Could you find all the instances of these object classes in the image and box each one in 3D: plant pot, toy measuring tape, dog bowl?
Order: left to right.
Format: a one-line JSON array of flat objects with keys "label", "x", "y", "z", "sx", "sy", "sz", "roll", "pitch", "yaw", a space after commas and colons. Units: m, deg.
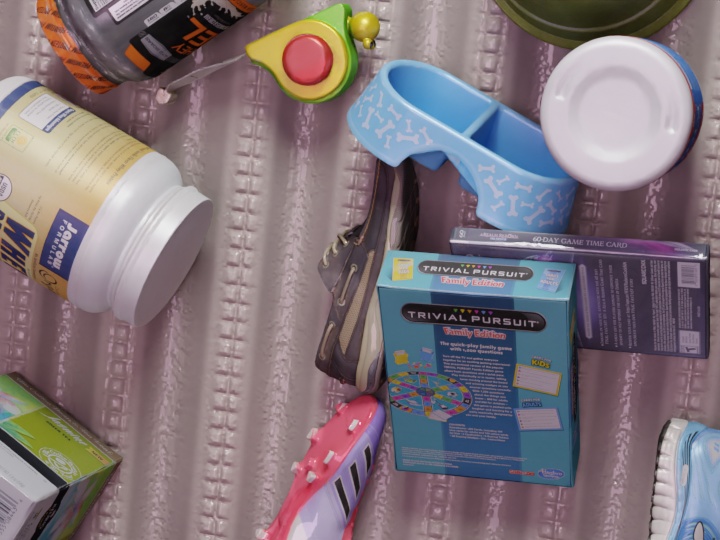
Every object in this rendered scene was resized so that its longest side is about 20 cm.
[{"label": "toy measuring tape", "x": -0.071, "y": -0.157, "z": 1.627, "sx": 0.199, "sy": 0.074, "sz": 0.074, "roll": -23, "pitch": 90, "yaw": 15}, {"label": "dog bowl", "x": 0.087, "y": -0.100, "z": 1.566, "sx": 0.199, "sy": 0.111, "sz": 0.050, "roll": 32, "pitch": 121, "yaw": 8}, {"label": "plant pot", "x": 0.165, "y": -0.266, "z": 1.496, "sx": 0.198, "sy": 0.190, "sz": 0.202, "roll": 2, "pitch": 97, "yaw": 13}]

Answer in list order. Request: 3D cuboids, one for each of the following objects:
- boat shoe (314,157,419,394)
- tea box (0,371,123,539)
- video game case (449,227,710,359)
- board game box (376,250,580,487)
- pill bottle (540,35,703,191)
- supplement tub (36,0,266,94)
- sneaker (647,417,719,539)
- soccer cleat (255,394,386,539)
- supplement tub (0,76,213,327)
[{"label": "boat shoe", "x": 0.000, "y": 0.000, "z": 1.624, "sx": 0.073, "sy": 0.074, "sz": 0.202, "roll": 11, "pitch": 97, "yaw": 12}, {"label": "tea box", "x": -0.332, "y": 0.212, "z": 1.662, "sx": 0.133, "sy": 0.197, "sz": 0.201, "roll": 36, "pitch": 104, "yaw": 8}, {"label": "video game case", "x": 0.175, "y": 0.019, "z": 1.560, "sx": 0.198, "sy": 0.143, "sz": 0.019, "roll": 5, "pitch": 57, "yaw": 13}, {"label": "board game box", "x": 0.097, "y": 0.080, "z": 1.572, "sx": 0.150, "sy": 0.047, "sz": 0.201, "roll": 4, "pitch": 130, "yaw": 13}, {"label": "pill bottle", "x": 0.203, "y": -0.121, "z": 1.496, "sx": 0.111, "sy": 0.200, "sz": 0.113, "roll": 2, "pitch": 97, "yaw": 14}, {"label": "supplement tub", "x": -0.158, "y": -0.237, "z": 1.611, "sx": 0.199, "sy": 0.122, "sz": 0.123, "roll": -32, "pitch": 88, "yaw": 15}, {"label": "sneaker", "x": 0.274, "y": 0.223, "z": 1.581, "sx": 0.089, "sy": 0.078, "sz": 0.202, "roll": 5, "pitch": 97, "yaw": 10}, {"label": "soccer cleat", "x": -0.027, "y": 0.197, "z": 1.665, "sx": 0.076, "sy": 0.067, "sz": 0.201, "roll": 29, "pitch": 97, "yaw": -23}, {"label": "supplement tub", "x": -0.236, "y": -0.055, "z": 1.638, "sx": 0.199, "sy": 0.144, "sz": 0.145, "roll": 30, "pitch": 102, "yaw": 9}]
